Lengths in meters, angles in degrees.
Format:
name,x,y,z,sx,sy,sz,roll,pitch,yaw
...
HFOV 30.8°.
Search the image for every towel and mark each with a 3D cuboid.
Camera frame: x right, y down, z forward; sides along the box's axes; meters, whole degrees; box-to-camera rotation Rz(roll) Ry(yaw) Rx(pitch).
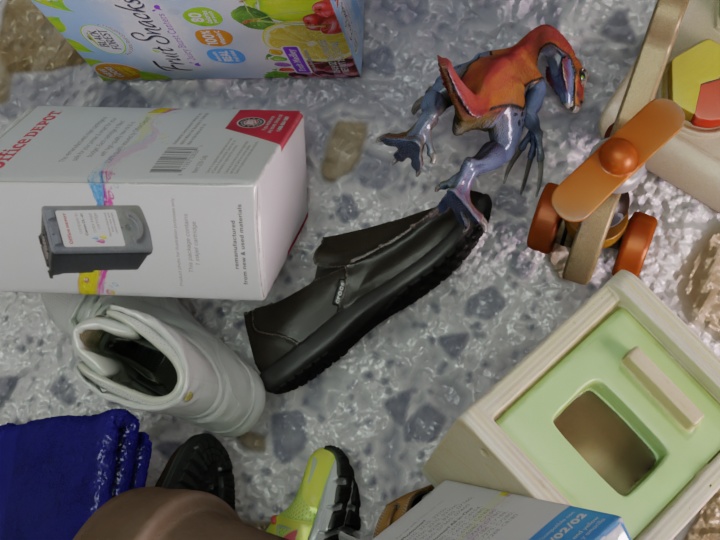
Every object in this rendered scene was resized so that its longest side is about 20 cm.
name,x,y,z,sx,sy,sz,roll,pitch,yaw
towel,-0.211,0.171,0.847,0.199,0.049,0.149,-13,66,42

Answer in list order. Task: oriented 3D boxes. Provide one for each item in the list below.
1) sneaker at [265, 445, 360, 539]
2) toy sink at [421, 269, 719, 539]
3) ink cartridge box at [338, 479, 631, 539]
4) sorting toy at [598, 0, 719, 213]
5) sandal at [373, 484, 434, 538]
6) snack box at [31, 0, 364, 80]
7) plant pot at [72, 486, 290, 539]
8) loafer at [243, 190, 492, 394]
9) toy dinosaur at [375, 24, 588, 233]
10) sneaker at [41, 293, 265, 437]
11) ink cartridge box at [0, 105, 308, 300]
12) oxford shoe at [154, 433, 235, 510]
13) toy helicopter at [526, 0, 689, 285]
name,x,y,z,sx,sy,sz,roll,pitch,yaw
sneaker,-0.063,0.206,0.858,0.090,0.078,0.202,18,81,19
toy sink,0.157,0.090,0.785,0.199,0.112,0.130,-37,76,-25
ink cartridge box,0.080,0.186,0.723,0.068,0.199,0.116,-34,105,-26
sorting toy,0.287,-0.131,0.879,0.184,0.036,0.201,33,87,12
sandal,0.025,0.185,0.849,0.054,0.082,0.201,39,95,12
snack box,-0.106,-0.187,0.882,0.198,0.169,0.068,2,77,10
plant pot,-0.054,0.224,0.706,0.173,0.200,0.202,0,80,24
loafer,0.000,0.000,0.881,0.199,0.073,0.072,-37,79,1
toy dinosaur,0.100,-0.110,0.835,0.105,0.200,0.182,40,64,0
sneaker,-0.162,0.035,0.864,0.199,0.115,0.074,29,89,28
ink cartridge box,-0.144,-0.049,0.869,0.198,0.148,0.086,1,115,11
oxford shoe,-0.141,0.196,0.834,0.084,0.073,0.201,-2,57,39
toy helicopter,0.167,-0.088,0.829,0.078,0.132,0.202,19,95,12
